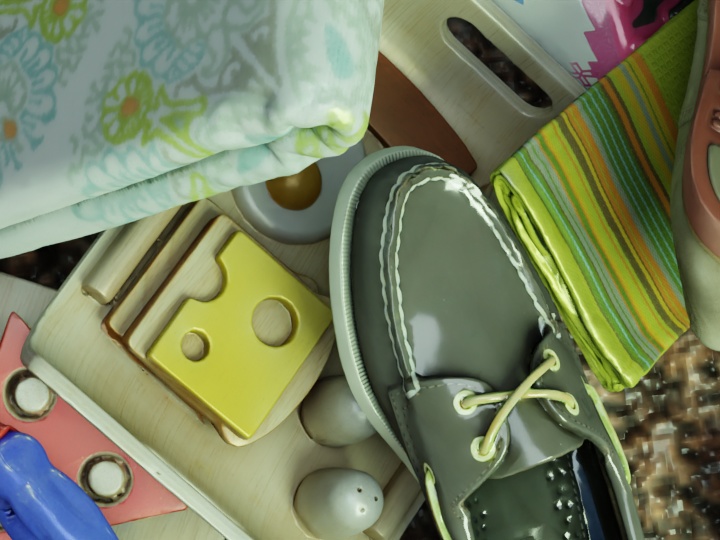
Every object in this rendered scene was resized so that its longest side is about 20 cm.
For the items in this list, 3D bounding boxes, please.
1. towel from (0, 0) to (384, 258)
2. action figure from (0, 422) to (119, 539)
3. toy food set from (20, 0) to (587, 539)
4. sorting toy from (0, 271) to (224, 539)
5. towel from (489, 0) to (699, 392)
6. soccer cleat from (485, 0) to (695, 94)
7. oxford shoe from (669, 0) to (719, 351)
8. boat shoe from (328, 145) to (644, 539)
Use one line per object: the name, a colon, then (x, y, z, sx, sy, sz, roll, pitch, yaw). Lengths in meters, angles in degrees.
towel: (-0.066, -0.098, 0.776, 0.048, 0.199, 0.172, 22, 62, -43)
action figure: (-0.120, 0.083, 0.745, 0.099, 0.065, 0.200, -40, 89, -23)
toy food set: (0.000, 0.000, 0.805, 0.143, 0.060, 0.200, 41, 67, -15)
sorting toy: (-0.149, 0.094, 0.813, 0.198, 0.070, 0.201, 18, 84, -3)
towel: (0.129, -0.051, 0.829, 0.200, 0.018, 0.086, -40, 109, -28)
soccer cleat: (0.060, -0.114, 0.856, 0.200, 0.086, 0.070, 53, 49, -18)
oxford shoe: (0.133, -0.064, 0.796, 0.070, 0.075, 0.201, 21, 53, 5)
boat shoe: (0.048, 0.057, 0.766, 0.071, 0.061, 0.202, -23, 101, -23)
